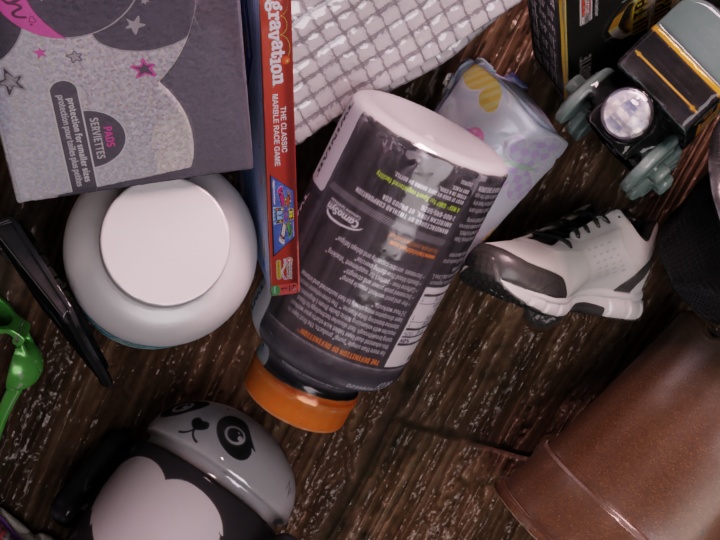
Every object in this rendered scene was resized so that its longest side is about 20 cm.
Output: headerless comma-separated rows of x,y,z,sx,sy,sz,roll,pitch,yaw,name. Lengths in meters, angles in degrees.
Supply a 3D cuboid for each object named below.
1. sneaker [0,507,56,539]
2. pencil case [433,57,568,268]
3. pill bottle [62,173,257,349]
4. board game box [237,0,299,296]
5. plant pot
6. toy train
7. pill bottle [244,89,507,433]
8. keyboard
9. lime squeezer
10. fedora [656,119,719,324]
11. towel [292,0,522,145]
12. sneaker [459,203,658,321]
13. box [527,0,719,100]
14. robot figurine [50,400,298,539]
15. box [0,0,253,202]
-0.274,0.203,0.964,0.200,0.083,0.081,38,102,-27,sneaker
0.048,-0.046,0.924,0.091,0.083,0.200,34,104,-23,pencil case
-0.121,-0.009,0.819,0.110,0.200,0.111,1,85,-11,pill bottle
-0.055,-0.097,0.764,0.019,0.103,0.201,-8,122,-13,board game box
0.237,0.150,1.020,0.200,0.200,0.198,36,96,-27,plant pot
0.193,-0.108,0.879,0.114,0.200,0.085,-43,81,10,toy train
0.000,0.000,0.838,0.106,0.106,0.200,20,109,-23,pill bottle
-0.196,0.006,0.841,0.021,0.200,0.127,-38,81,-14,keyboard
-0.255,0.044,0.923,0.070,0.038,0.200,-2,123,21,lime squeezer
0.274,-0.015,0.971,0.091,0.201,0.200,-28,126,37,fedora
-0.009,-0.192,0.836,0.200,0.086,0.166,-34,123,3,towel
0.140,-0.012,0.949,0.200,0.074,0.080,2,110,-52,sneaker
0.180,-0.189,0.834,0.159,0.200,0.049,-34,77,1,box
-0.131,0.185,0.943,0.150,0.125,0.200,39,71,-12,robot figurine
-0.130,-0.147,0.677,0.132,0.115,0.200,-10,137,-9,box
